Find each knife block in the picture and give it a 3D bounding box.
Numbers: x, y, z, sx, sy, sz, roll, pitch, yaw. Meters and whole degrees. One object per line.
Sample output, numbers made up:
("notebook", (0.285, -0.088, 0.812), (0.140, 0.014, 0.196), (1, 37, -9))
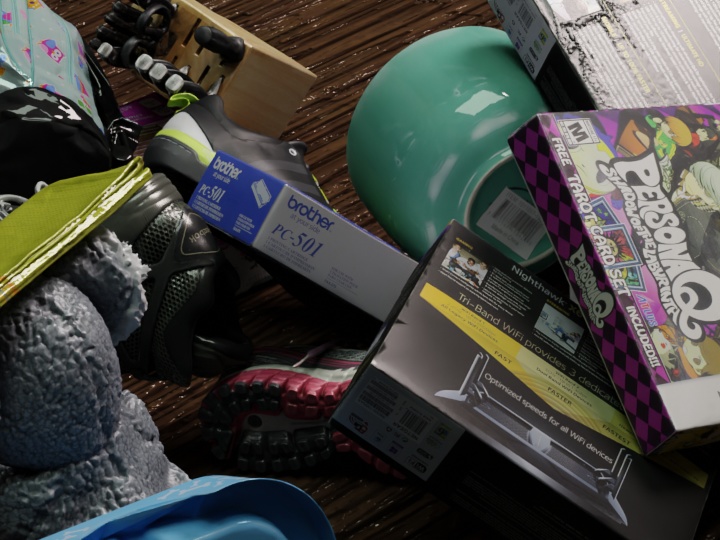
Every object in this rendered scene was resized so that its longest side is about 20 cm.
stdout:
("knife block", (-0.097, -0.133, 1.772), (0.200, 0.064, 0.176), (30, 7, -30))

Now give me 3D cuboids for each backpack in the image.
("backpack", (-0.241, -0.113, 1.712), (0.166, 0.127, 0.200), (-30, 39, 15))

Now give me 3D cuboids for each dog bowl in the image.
("dog bowl", (-0.108, 0.172, 1.341), (0.199, 0.112, 0.050), (-20, 19, -23))

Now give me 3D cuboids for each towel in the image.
("towel", (-0.195, -0.004, 1.355), (0.086, 0.018, 0.200), (-7, 25, 38))

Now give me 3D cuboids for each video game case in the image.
("video game case", (0.192, -0.001, 1.470), (0.181, 0.036, 0.201), (-5, 65, -40))

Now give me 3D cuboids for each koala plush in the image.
("koala plush", (-0.170, 0.085, 1.401), (0.183, 0.201, 0.177), (18, 37, 34))

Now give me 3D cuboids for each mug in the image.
("mug", (0.096, -0.070, 1.675), (0.184, 0.153, 0.114), (-15, 34, -18))

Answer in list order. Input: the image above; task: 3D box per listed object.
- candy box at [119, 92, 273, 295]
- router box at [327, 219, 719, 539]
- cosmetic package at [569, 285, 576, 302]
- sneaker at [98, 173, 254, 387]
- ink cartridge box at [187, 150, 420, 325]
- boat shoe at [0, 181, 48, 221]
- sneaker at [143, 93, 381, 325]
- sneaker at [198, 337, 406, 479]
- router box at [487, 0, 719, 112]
("candy box", (-0.139, -0.044, 1.758), (0.136, 0.061, 0.200), (-24, 36, -28))
("router box", (0.097, 0.080, 1.417), (0.200, 0.052, 0.157), (35, 36, -1))
("cosmetic package", (0.228, -0.013, 1.636), (0.101, 0.072, 0.200), (21, 39, 35))
("sneaker", (-0.140, 0.048, 1.530), (0.114, 0.200, 0.076), (46, 28, 8))
("ink cartridge box", (0.000, 0.000, 1.540), (0.200, 0.044, 0.094), (30, -1, -32))
("boat shoe", (-0.202, -0.012, 1.558), (0.068, 0.074, 0.199), (-29, -8, -9))
("sneaker", (-0.044, -0.047, 1.652), (0.200, 0.072, 0.083), (35, 60, -1))
("sneaker", (0.008, 0.071, 1.520), (0.199, 0.081, 0.075), (3, 29, 15))
("router box", (0.190, -0.124, 1.614), (0.149, 0.051, 0.201), (-19, 68, -23))
